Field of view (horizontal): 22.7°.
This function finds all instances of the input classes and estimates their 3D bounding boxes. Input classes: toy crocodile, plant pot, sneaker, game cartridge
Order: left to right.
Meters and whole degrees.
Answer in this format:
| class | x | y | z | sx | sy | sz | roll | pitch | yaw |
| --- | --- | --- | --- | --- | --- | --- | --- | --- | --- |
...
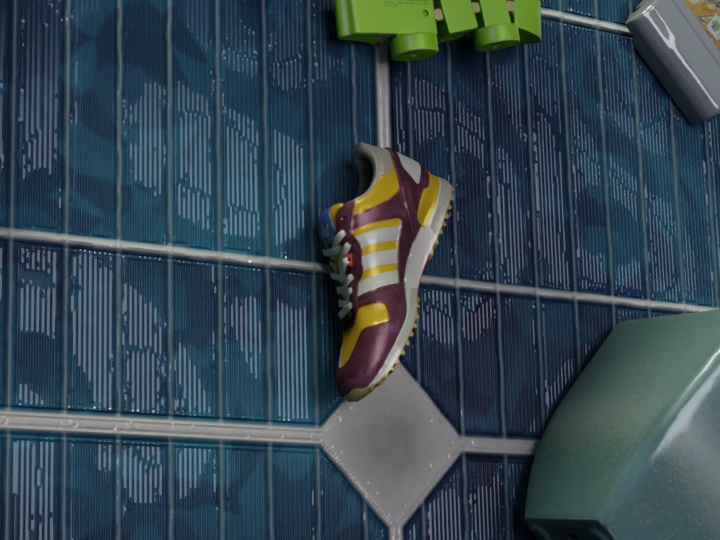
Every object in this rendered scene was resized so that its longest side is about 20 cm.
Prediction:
| class | x | y | z | sx | sy | sz | roll | pitch | yaw |
| --- | --- | --- | --- | --- | --- | --- | --- | --- | --- |
| sneaker | 0.000 | 0.000 | 1.340 | 0.090 | 0.075 | 0.201 | 27 | 59 | -16 |
| toy crocodile | 0.065 | -0.204 | 1.437 | 0.199 | 0.062 | 0.068 | -8 | 84 | -30 |
| plant pot | 0.245 | 0.170 | 1.390 | 0.200 | 0.196 | 0.196 | -42 | 103 | -24 |
| game cartridge | 0.331 | -0.230 | 1.627 | 0.133 | 0.041 | 0.200 | 48 | 58 | -10 |
